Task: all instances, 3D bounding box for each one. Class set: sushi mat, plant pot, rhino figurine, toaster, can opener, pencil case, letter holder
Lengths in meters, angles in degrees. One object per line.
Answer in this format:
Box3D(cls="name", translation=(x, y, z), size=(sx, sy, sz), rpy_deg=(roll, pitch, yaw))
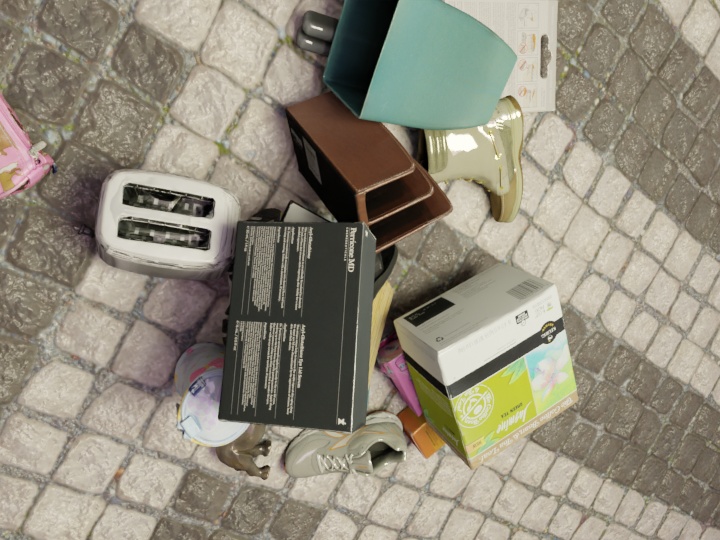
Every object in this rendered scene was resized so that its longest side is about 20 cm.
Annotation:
Box3D(cls="sushi mat", translation=(0.011, 0.107, 0.762), size=(0.096, 0.012, 0.203), rpy_deg=(51, 50, -60))
Box3D(cls="plant pot", translation=(0.081, -0.257, 0.653), size=(0.197, 0.142, 0.143), rpy_deg=(6, 122, -29))
Box3D(cls="rhino figurine", translation=(-0.147, 0.198, 0.767), size=(0.086, 0.060, 0.203), rpy_deg=(18, 94, -22))
Box3D(cls="toaster", translation=(-0.232, -0.053, 0.625), size=(0.197, 0.129, 0.116), rpy_deg=(10, 81, -22))
Box3D(cls="can opener", translation=(0.010, -0.308, 0.719), size=(0.196, 0.053, 0.068), rpy_deg=(3, 68, -23))
Box3D(cls="pencil case", translation=(-0.188, 0.148, 0.663), size=(0.091, 0.200, 0.083), rpy_deg=(-46, 107, -11))
Box3D(cls="pencil case", translation=(-0.414, -0.178, 0.560), size=(0.086, 0.083, 0.202), rpy_deg=(-31, 111, -11))
Box3D(cls="letter holder", translation=(0.014, -0.139, 0.660), size=(0.140, 0.201, 0.101), rpy_deg=(-25, 141, -14))

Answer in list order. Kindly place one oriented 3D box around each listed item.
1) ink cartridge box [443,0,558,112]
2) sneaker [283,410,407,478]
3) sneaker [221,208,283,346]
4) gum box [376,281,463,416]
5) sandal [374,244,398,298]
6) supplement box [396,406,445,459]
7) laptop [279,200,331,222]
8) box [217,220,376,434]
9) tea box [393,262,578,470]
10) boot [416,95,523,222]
Box3D(cls="ink cartridge box", translation=(0.200, -0.315, 0.788), size=(0.197, 0.050, 0.164), rpy_deg=(-10, 106, -22))
Box3D(cls="sneaker", translation=(-0.021, 0.280, 0.812), size=(0.197, 0.092, 0.077), rpy_deg=(-16, 109, -8))
Box3D(cls="sneaker", translation=(-0.132, 0.016, 0.730), size=(0.090, 0.077, 0.204), rpy_deg=(15, 86, -59))
Box3D(cls="gum box", translation=(0.125, 0.127, 0.851), size=(0.199, 0.066, 0.115), rpy_deg=(-35, 113, -11))
Box3D(cls="sandal", translation=(0.001, 0.000, 0.711), size=(0.074, 0.201, 0.048), rpy_deg=(-14, 118, 27))
Box3D(cls="supplement box", translation=(0.161, 0.219, 0.888), size=(0.199, 0.066, 0.069), rpy_deg=(-37, 113, -8))
Box3D(cls="laptop", translation=(-0.048, 0.044, 0.687), size=(0.203, 0.115, 0.187), rpy_deg=(-64, 157, 2))
Box3D(cls="box", translation=(-0.060, 0.056, 0.553), size=(0.138, 0.079, 0.204), rpy_deg=(2, 81, 15))
Box3D(cls="tea box", translation=(0.182, 0.130, 0.763), size=(0.198, 0.133, 0.199), rpy_deg=(-27, 113, -15))
Box3D(cls="boot", translation=(0.163, -0.146, 0.796), size=(0.152, 0.073, 0.202), rpy_deg=(-16, 129, -5))
